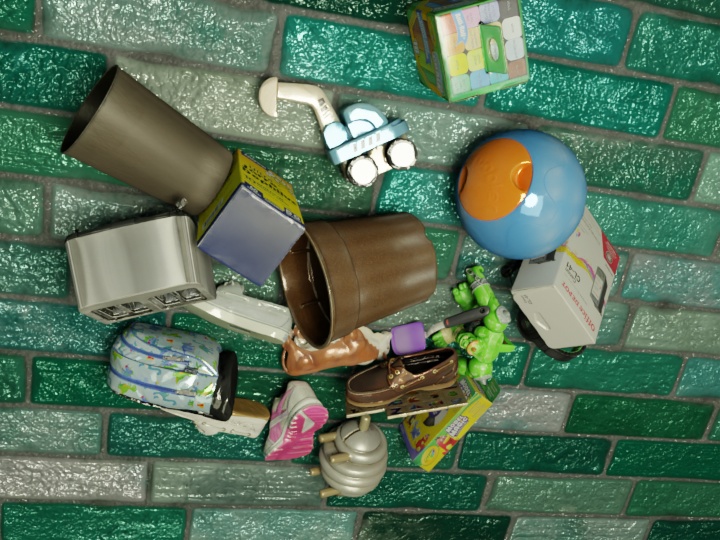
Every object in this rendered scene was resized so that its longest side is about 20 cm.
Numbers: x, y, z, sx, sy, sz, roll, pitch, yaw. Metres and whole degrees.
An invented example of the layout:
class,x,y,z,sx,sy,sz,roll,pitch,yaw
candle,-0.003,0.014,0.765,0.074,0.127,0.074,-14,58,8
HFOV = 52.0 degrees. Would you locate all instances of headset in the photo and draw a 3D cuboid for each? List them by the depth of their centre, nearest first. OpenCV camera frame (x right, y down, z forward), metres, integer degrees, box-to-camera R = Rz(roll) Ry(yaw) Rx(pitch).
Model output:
class,x,y,z,sx,sy,sz,roll,pitch,yaw
headset,0.324,0.064,1.282,0.200,0.124,0.094,45,136,0

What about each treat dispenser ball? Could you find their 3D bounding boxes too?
class,x,y,z,sx,sy,sz,roll,pitch,yaw
treat dispenser ball,0.248,-0.117,1.147,0.200,0.201,0.201,-4,114,-9

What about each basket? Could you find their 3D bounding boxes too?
class,x,y,z,sx,sy,sz,roll,pitch,yaw
basket,-0.295,-0.174,1.047,0.200,0.180,0.136,31,71,-29

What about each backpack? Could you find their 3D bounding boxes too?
class,x,y,z,sx,sy,sz,roll,pitch,yaw
backpack,-0.304,0.160,1.193,0.199,0.163,0.154,0,105,-4

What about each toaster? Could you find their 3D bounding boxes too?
class,x,y,z,sx,sy,sz,roll,pitch,yaw
toaster,-0.314,-0.006,1.078,0.180,0.200,0.119,-14,78,-5

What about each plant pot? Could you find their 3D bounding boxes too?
class,x,y,z,sx,sy,sz,roll,pitch,yaw
plant pot,0.000,0.000,1.148,0.198,0.200,0.201,-14,116,-23

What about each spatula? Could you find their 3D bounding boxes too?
class,x,y,z,sx,sy,sz,roll,pitch,yaw
spatula,0.134,0.097,1.252,0.200,0.057,0.021,-25,149,36

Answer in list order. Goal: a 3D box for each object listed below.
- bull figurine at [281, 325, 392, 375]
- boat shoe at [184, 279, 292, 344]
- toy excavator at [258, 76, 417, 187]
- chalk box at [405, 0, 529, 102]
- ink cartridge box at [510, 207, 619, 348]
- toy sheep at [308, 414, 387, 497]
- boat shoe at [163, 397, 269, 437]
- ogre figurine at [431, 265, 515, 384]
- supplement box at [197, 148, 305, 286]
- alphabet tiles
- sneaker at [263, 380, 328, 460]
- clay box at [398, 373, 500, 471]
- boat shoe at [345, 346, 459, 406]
class,x,y,z,sx,sy,sz,roll,pitch,yaw
bull figurine,-0.042,0.121,1.269,0.199,0.065,0.122,-15,111,-7
boat shoe,-0.205,0.057,1.207,0.200,0.070,0.072,20,70,-1
toy excavator,-0.034,-0.221,1.116,0.194,0.100,0.200,-24,102,-3
chalk box,0.155,-0.319,1.041,0.123,0.200,0.125,-16,115,-4
ink cartridge box,0.343,0.007,1.222,0.085,0.200,0.148,-14,127,43
toy sheep,-0.014,0.335,1.330,0.137,0.138,0.200,8,127,-14
boat shoe,-0.260,0.254,1.278,0.200,0.071,0.069,18,108,-19
ogre figurine,0.199,0.104,1.273,0.098,0.120,0.200,20,104,-39
supplement box,-0.163,-0.083,1.080,0.109,0.200,0.110,34,103,-22
alphabet tiles,0.072,0.215,1.268,0.199,0.167,0.008,-10,102,0
sneaker,-0.120,0.267,1.311,0.081,0.088,0.200,6,134,-31
clay box,0.159,0.252,1.335,0.048,0.115,0.200,35,102,-21
boat shoe,0.069,0.172,1.244,0.199,0.070,0.070,-14,136,-11
